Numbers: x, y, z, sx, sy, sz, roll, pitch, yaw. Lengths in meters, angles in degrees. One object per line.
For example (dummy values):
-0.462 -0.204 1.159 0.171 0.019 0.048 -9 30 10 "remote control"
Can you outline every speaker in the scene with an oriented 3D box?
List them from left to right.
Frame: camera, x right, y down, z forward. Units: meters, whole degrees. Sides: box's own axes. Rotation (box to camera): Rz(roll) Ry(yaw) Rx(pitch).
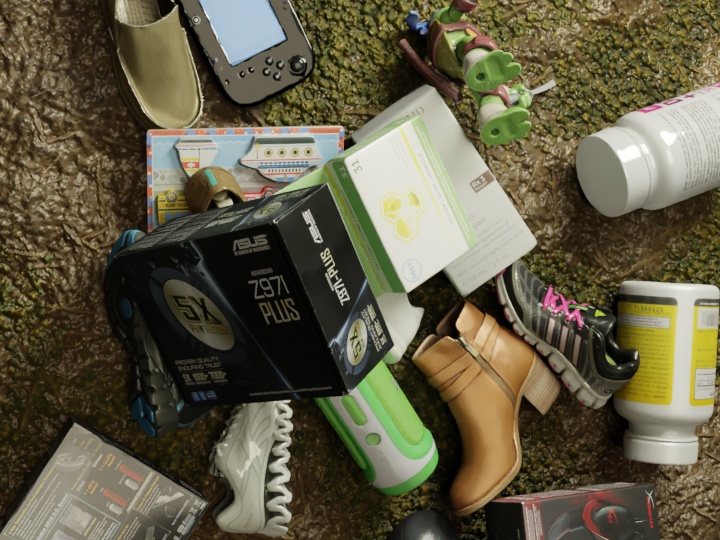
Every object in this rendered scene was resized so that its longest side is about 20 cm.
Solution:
0.001 0.131 1.095 0.088 0.088 0.200 -38 110 -16 "speaker"

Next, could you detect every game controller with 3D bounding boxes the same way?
-0.126 -0.266 1.070 0.104 0.042 0.200 -30 100 -18 "game controller"

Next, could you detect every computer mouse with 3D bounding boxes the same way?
0.057 0.357 1.146 0.138 0.053 0.200 22 84 -19 "computer mouse"

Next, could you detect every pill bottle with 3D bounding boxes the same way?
0.344 0.114 1.218 0.111 0.111 0.201 3 90 -21 "pill bottle"
0.352 -0.135 1.214 0.200 0.113 0.114 -20 98 -19 "pill bottle"

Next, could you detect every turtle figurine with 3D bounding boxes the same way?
0.150 -0.225 1.089 0.200 0.194 0.144 10 127 -14 "turtle figurine"

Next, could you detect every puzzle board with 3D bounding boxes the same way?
-0.112 -0.067 1.071 0.200 0.017 0.151 -4 109 -21 "puzzle board"

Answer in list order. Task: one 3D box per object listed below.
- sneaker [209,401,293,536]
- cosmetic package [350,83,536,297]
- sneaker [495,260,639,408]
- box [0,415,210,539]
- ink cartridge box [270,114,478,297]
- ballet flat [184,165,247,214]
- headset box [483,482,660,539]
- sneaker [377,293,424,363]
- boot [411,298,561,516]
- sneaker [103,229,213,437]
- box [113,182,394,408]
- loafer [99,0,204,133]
-0.110 0.167 1.074 0.081 0.075 0.201 1 91 -12 "sneaker"
0.086 -0.085 1.125 0.102 0.074 0.200 -36 105 3 "cosmetic package"
0.230 0.057 1.170 0.200 0.087 0.074 49 33 -8 "sneaker"
-0.264 0.265 1.025 0.158 0.050 0.200 35 79 -17 "box"
0.004 -0.040 1.024 0.200 0.048 0.146 -34 106 -29 "ink cartridge box"
-0.109 -0.007 1.043 0.068 0.072 0.200 -26 115 -13 "ballet flat"
0.220 0.308 1.135 0.200 0.075 0.149 0 81 -28 "headset box"
0.000 0.000 1.105 0.089 0.075 0.200 -51 126 -24 "sneaker"
0.114 0.144 1.150 0.155 0.077 0.200 41 76 -17 "boot"
-0.193 0.056 1.046 0.082 0.073 0.200 -15 103 -36 "sneaker"
-0.095 0.027 0.956 0.086 0.200 0.164 -42 116 -48 "box"
-0.204 -0.219 1.027 0.076 0.067 0.200 -24 99 -18 "loafer"
